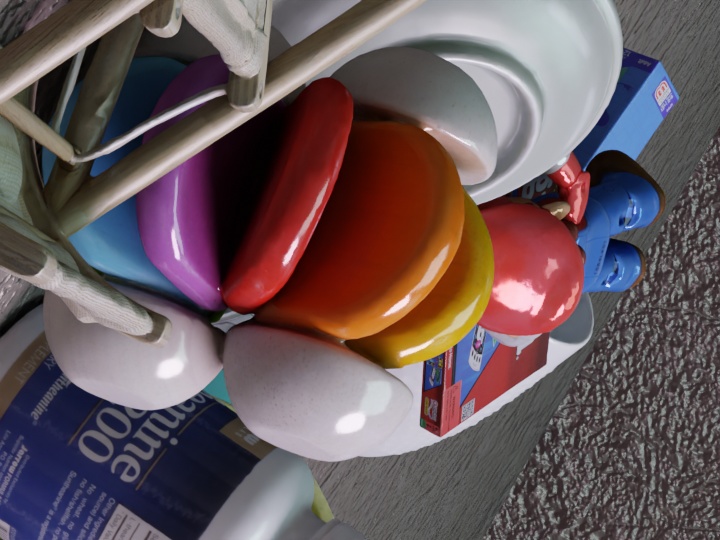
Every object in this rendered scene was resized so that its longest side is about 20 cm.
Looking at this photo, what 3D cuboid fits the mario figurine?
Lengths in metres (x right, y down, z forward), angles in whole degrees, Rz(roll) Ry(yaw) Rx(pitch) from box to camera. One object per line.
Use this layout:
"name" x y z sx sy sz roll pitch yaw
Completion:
"mario figurine" 0.090 -0.023 1.485 0.106 0.124 0.200 -16 179 28

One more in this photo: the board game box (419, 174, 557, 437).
"board game box" 0.077 -0.010 1.538 0.103 0.019 0.201 -32 137 -41

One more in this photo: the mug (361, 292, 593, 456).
"mug" 0.040 0.022 1.795 0.175 0.147 0.200 -39 -151 25

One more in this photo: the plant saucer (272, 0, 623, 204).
"plant saucer" 0.033 -0.084 1.316 0.201 0.199 0.050 112 -23 -44

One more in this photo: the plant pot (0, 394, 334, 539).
"plant pot" -0.128 0.184 1.424 0.201 0.200 0.184 -51 180 -29

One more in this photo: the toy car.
"toy car" -0.045 -0.028 1.120 0.150 0.199 0.176 59 48 -70

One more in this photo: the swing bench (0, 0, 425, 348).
"swing bench" -0.081 -0.091 0.957 0.200 0.130 0.199 -51 170 -2

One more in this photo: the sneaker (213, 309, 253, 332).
"sneaker" -0.049 0.009 1.389 0.199 0.071 0.083 7 138 -39

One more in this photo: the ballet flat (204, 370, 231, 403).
"ballet flat" -0.090 0.081 1.568 0.201 0.068 0.063 -60 -177 20

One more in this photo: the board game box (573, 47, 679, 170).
"board game box" 0.079 -0.063 1.665 0.200 0.152 0.045 -55 142 -14

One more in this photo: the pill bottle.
"pill bottle" -0.092 0.110 1.267 0.111 0.200 0.111 -54 169 -15
